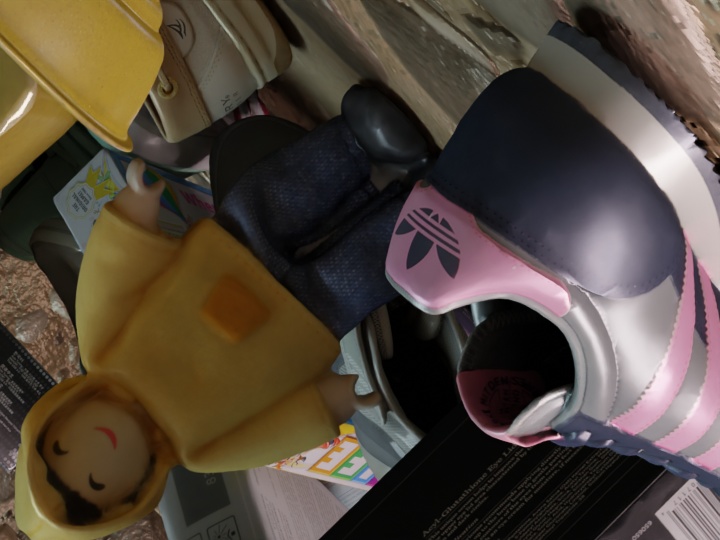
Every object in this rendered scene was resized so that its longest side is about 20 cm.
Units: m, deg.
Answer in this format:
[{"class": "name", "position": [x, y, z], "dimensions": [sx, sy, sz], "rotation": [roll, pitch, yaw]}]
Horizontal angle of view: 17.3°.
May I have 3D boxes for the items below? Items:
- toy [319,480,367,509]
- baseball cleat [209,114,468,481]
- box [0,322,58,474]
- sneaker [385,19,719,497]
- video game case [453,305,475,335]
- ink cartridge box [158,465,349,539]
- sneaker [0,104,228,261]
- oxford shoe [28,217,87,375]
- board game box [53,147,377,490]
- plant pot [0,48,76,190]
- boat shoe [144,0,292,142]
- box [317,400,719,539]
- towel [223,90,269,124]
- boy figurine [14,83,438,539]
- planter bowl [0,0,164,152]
[{"class": "toy", "position": [-0.043, 0.057, 1.121], "dimensions": [0.200, 0.047, 0.115], "rotation": [37, 161, -5]}, {"class": "baseball cleat", "position": [0.000, 0.000, 0.949], "dimensions": [0.200, 0.069, 0.107], "rotation": [56, 164, 23]}, {"class": "box", "position": [-0.222, -0.013, 1.039], "dimensions": [0.200, 0.044, 0.160], "rotation": [50, 170, -26]}, {"class": "sneaker", "position": [0.065, 0.022, 0.630], "dimensions": [0.070, 0.082, 0.200], "rotation": [39, 170, 44]}, {"class": "video game case", "position": [0.079, 0.058, 1.022], "dimensions": [0.143, 0.019, 0.200], "rotation": [47, 173, 1]}, {"class": "ink cartridge box", "position": [-0.014, 0.162, 1.013], "dimensions": [0.200, 0.050, 0.163], "rotation": [53, -167, -49]}, {"class": "sneaker", "position": [-0.120, -0.042, 1.084], "dimensions": [0.074, 0.118, 0.200], "rotation": [43, -176, -3]}, {"class": "oxford shoe", "position": [-0.089, 0.060, 1.061], "dimensions": [0.075, 0.058, 0.200], "rotation": [8, 138, 49]}, {"class": "board game box", "position": [-0.034, 0.029, 1.027], "dimensions": [0.200, 0.034, 0.135], "rotation": [21, -148, -56]}, {"class": "plant pot", "position": [-0.211, -0.067, 0.819], "dimensions": [0.194, 0.195, 0.200], "rotation": [49, -171, 4]}, {"class": "boat shoe", "position": [-0.113, -0.133, 0.890], "dimensions": [0.200, 0.069, 0.074], "rotation": [48, 173, -6]}, {"class": "box", "position": [0.045, 0.122, 0.825], "dimensions": [0.079, 0.200, 0.141], "rotation": [49, 173, -25]}, {"class": "towel", "position": [-0.115, -0.148, 1.024], "dimensions": [0.200, 0.023, 0.144], "rotation": [45, 172, 12]}, {"class": "boy figurine", "position": [-0.053, 0.018, 0.851], "dimensions": [0.125, 0.200, 0.064], "rotation": [51, 173, -7]}, {"class": "planter bowl", "position": [-0.106, -0.137, 0.716], "dimensions": [0.201, 0.083, 0.200], "rotation": [49, -178, -3]}]
